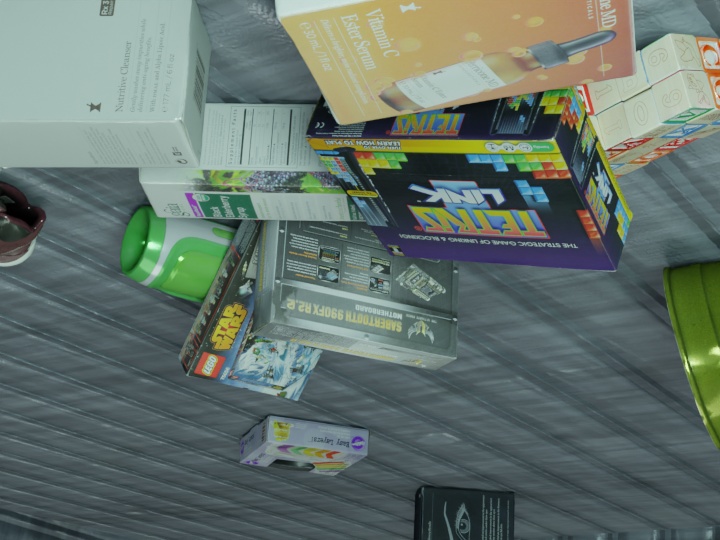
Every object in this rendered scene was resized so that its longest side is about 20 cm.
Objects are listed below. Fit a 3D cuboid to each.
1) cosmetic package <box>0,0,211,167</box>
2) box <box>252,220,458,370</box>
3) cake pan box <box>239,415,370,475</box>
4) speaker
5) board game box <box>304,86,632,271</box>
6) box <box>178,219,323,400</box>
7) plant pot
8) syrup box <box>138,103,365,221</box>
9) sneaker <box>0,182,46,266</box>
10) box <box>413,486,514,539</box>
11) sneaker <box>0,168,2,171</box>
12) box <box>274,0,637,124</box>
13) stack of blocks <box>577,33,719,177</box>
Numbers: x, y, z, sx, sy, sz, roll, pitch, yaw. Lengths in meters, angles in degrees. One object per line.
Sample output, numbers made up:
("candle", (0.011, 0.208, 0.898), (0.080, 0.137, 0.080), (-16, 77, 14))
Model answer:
("cosmetic package", (-0.219, -0.142, 0.938), (0.198, 0.114, 0.081), (0, 158, 4))
("box", (0.000, 0.000, 1.204), (0.199, 0.160, 0.048), (12, 158, -23))
("cake pan box", (-0.101, 0.306, 2.162), (0.183, 0.053, 0.200), (13, 157, -17))
("speaker", (-0.147, -0.006, 1.314), (0.199, 0.089, 0.088), (17, 155, -31))
("board game box", (0.082, -0.069, 0.927), (0.199, 0.057, 0.165), (4, 149, 32))
("box", (-0.086, 0.031, 1.285), (0.136, 0.201, 0.040), (17, -160, -32))
("plant pot", (0.439, 0.065, 1.295), (0.192, 0.202, 0.200), (-18, 153, 19))
("syrup box", (-0.085, -0.093, 1.082), (0.198, 0.082, 0.079), (0, 159, 3))
("sneaker", (-0.409, -0.061, 1.245), (0.199, 0.076, 0.115), (4, 156, -33))
("box", (0.211, 0.530, 2.560), (0.198, 0.149, 0.104), (6, 160, -4))
("sneaker", (-0.279, -0.133, 1.041), (0.199, 0.076, 0.081), (-5, 144, 15))
("box", (0.060, -0.181, 0.760), (0.199, 0.107, 0.152), (-8, 160, 12))
("stack of blocks", (0.191, -0.115, 0.970), (0.115, 0.059, 0.200), (-5, 167, -38))
